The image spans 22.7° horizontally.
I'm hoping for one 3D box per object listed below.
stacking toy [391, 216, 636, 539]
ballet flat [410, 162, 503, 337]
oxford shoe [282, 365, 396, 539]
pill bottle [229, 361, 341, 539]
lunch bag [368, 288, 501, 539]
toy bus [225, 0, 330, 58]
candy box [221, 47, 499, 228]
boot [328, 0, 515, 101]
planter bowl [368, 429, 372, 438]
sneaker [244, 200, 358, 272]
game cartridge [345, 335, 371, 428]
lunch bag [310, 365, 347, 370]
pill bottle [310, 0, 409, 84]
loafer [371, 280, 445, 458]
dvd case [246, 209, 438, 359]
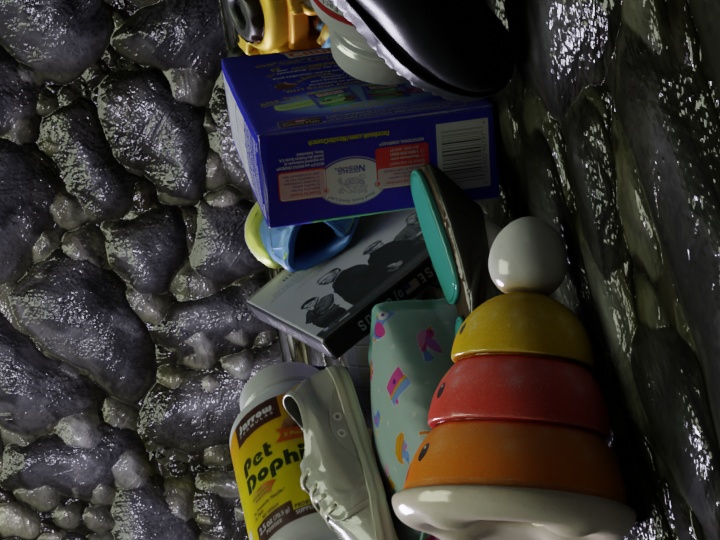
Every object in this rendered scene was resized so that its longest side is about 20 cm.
[{"bbox_3d":[0.098,0.065,1.092,0.146,0.146,0.200,107,168,-74],"label":"stacking toy"},{"bbox_3d":[0.086,0.021,1.204,0.068,0.068,0.200,124,135,-76],"label":"ballet flat"},{"bbox_3d":[-0.011,0.160,1.292,0.075,0.058,0.200,88,165,-57],"label":"oxford shoe"},{"bbox_3d":[-0.043,0.166,1.418,0.200,0.109,0.109,-109,11,-50],"label":"pill bottle"},{"bbox_3d":[0.071,0.141,1.309,0.200,0.122,0.170,95,163,-45],"label":"lunch bag"},{"bbox_3d":[-0.022,-0.173,1.554,0.192,0.136,0.200,57,158,35],"label":"toy bus"},{"bbox_3d":[-0.005,-0.106,1.313,0.200,0.169,0.077,-116,20,-65],"label":"candy box"},{"bbox_3d":[0.052,-0.187,1.050,0.162,0.198,0.073,-21,36,56],"label":"boot"},{"bbox_3d":[0.017,0.219,1.618,0.200,0.135,0.200,-7,-90,-66],"label":"planter bowl"},{"bbox_3d":[-0.007,-0.073,1.444,0.076,0.200,0.105,36,-175,-28],"label":"sneaker"},{"bbox_3d":[0.022,0.030,1.529,0.200,0.038,0.130,-65,-23,-57],"label":"game cartridge"},{"bbox_3d":[0.009,0.212,1.844,0.170,0.127,0.200,-127,37,-72],"label":"lunch bag"},{"bbox_3d":[0.018,-0.224,1.188,0.200,0.112,0.112,87,169,-49],"label":"pill bottle"},{"bbox_3d":[0.045,0.074,1.435,0.063,0.072,0.200,-13,-69,-58],"label":"loafer"},{"bbox_3d":[0.000,0.000,1.404,0.025,0.150,0.200,55,169,-17],"label":"dvd case"}]
